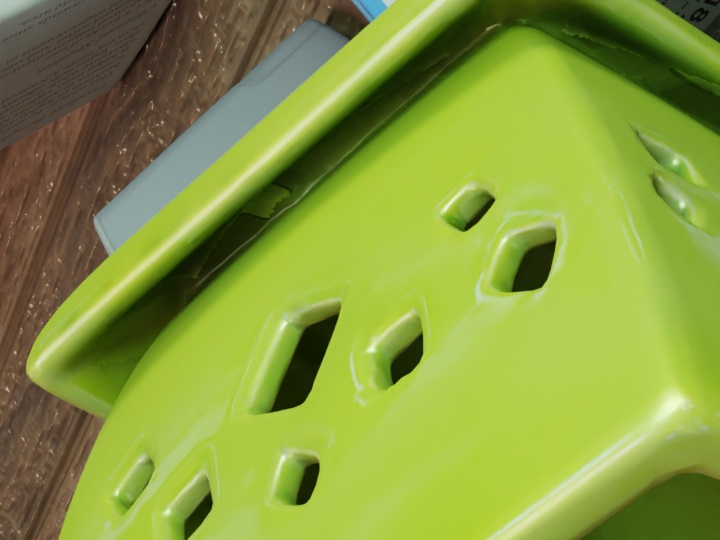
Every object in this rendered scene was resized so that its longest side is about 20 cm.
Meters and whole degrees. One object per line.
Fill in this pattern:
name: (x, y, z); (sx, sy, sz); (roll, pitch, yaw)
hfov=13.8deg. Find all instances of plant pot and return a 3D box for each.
plant pot: (0.047, 0.051, 0.681); (0.200, 0.199, 0.182); (-41, 42, 26)

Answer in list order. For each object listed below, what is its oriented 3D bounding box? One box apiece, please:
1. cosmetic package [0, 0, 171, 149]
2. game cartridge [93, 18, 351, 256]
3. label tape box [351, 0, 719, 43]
cosmetic package: (-0.179, -0.140, 1.167); (0.167, 0.167, 0.200); (55, 152, 6)
game cartridge: (0.000, 0.000, 1.041); (0.200, 0.133, 0.041); (35, 167, 38)
label tape box: (0.048, -0.107, 0.805); (0.063, 0.200, 0.144); (-48, 62, 21)
